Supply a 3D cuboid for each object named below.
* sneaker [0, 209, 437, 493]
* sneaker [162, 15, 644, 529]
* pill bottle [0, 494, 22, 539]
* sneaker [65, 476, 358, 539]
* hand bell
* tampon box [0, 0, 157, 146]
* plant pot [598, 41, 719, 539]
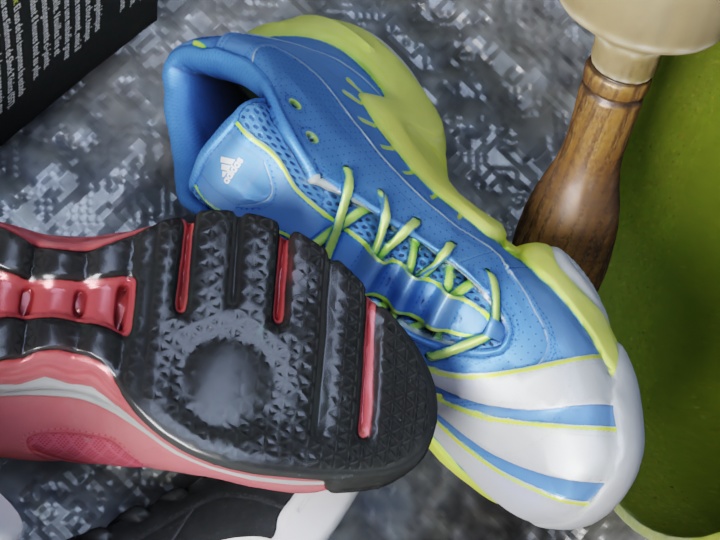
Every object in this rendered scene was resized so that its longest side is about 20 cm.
[{"bbox_3d":[-0.077,0.023,0.755,0.200,0.087,0.074,12,71,-4],"label":"sneaker"},{"bbox_3d":[0.000,0.000,0.785,0.105,0.076,0.200,4,41,-48],"label":"sneaker"},{"bbox_3d":[-0.174,0.132,0.675,0.111,0.111,0.200,31,93,-2],"label":"pill bottle"},{"bbox_3d":[-0.085,0.089,0.767,0.112,0.073,0.200,37,68,1],"label":"sneaker"},{"bbox_3d":[0.079,-0.053,0.798,0.104,0.200,0.104,9,35,-6],"label":"hand bell"},{"bbox_3d":[-0.180,-0.094,0.767,0.150,0.126,0.200,43,68,14],"label":"tampon box"},{"bbox_3d":[0.198,0.011,0.819,0.200,0.187,0.188,13,69,-24],"label":"plant pot"}]
